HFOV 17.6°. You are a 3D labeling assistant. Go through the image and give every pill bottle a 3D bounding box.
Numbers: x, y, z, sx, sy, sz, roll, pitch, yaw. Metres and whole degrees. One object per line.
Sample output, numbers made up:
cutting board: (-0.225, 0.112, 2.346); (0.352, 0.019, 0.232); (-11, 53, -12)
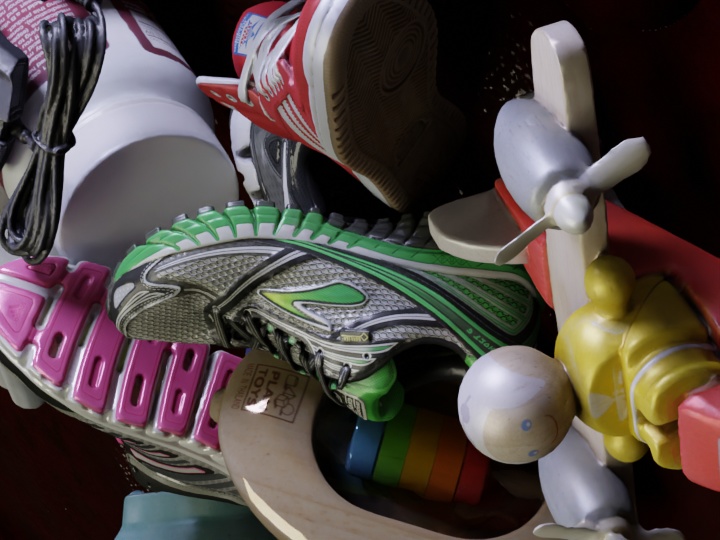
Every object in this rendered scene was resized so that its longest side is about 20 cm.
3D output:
pill bottle: (-0.142, -0.085, 1.198); (0.200, 0.113, 0.115); (-125, 20, -44)

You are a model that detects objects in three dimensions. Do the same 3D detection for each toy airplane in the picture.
toy airplane: (0.087, 0.020, 0.906); (0.201, 0.141, 0.199); (57, 156, 2)

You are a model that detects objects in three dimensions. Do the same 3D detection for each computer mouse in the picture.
computer mouse: (-0.184, -0.108, 1.120); (0.200, 0.046, 0.141); (50, 127, 47)

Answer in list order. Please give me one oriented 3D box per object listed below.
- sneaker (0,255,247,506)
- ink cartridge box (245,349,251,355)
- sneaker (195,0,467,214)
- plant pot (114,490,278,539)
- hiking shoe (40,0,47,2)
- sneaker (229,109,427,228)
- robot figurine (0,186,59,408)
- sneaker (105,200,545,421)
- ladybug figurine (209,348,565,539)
sneaker: (-0.104, 0.064, 1.145); (0.199, 0.074, 0.087); (27, 150, -15)
ink cartridge box: (-0.014, 0.087, 1.290); (0.200, 0.047, 0.198); (45, 153, 23)
sneaker: (-0.023, -0.093, 0.988); (0.112, 0.071, 0.200); (35, 172, 17)
plant pot: (-0.062, 0.180, 1.243); (0.200, 0.199, 0.135); (164, 102, -64)
hiking shoe: (-0.185, -0.213, 1.197); (0.200, 0.100, 0.076); (40, 149, 35)
sneaker: (0.000, 0.000, 1.128); (0.090, 0.066, 0.201); (-1, 112, 62)
robot figurine: (-0.201, -0.001, 1.434); (0.201, 0.112, 0.171); (76, -171, -54)
sneaker: (-0.017, 0.020, 1.033); (0.078, 0.198, 0.086); (70, -157, -67)
ladybug figurine: (0.025, 0.092, 1.085); (0.199, 0.137, 0.072); (19, 155, 4)
